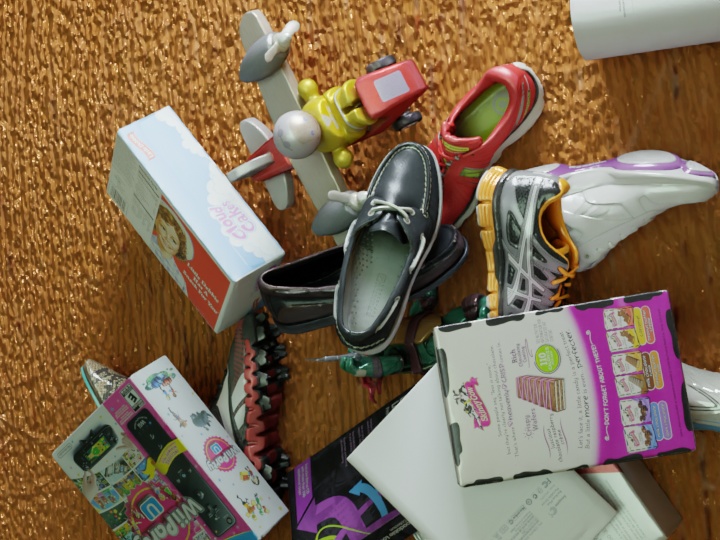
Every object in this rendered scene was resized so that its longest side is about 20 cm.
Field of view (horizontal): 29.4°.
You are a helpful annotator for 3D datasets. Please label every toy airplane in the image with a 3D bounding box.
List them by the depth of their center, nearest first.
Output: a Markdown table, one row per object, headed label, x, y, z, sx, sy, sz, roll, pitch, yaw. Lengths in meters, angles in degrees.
| label | x | y | z | sx | sy | sz | roll | pitch | yaw |
| --- | --- | --- | --- | --- | --- | --- | --- | --- | --- |
| toy airplane | -0.052 | -0.130 | 1.309 | 0.199 | 0.141 | 0.200 | 22 | 108 | 17 |

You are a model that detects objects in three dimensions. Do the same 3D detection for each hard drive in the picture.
| label | x | y | z | sx | sy | sz | roll | pitch | yaw |
| --- | --- | --- | --- | --- | --- | --- | --- | --- | --- |
| hard drive | 0.105 | 0.187 | 1.194 | 0.200 | 0.025 | 0.132 | 44 | 90 | 8 |

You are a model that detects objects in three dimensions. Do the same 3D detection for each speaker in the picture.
| label | x | y | z | sx | sy | sz | roll | pitch | yaw |
| --- | --- | --- | --- | --- | --- | --- | --- | --- | --- |
| speaker | 0.284 | -0.235 | 1.189 | 0.199 | 0.081 | 0.082 | -6 | 90 | 24 |

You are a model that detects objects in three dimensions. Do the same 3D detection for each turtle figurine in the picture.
| label | x | y | z | sx | sy | sz | roll | pitch | yaw |
| --- | --- | --- | --- | --- | --- | --- | --- | --- | --- |
| turtle figurine | 0.053 | 0.053 | 1.299 | 0.199 | 0.101 | 0.150 | -10 | 47 | 35 |

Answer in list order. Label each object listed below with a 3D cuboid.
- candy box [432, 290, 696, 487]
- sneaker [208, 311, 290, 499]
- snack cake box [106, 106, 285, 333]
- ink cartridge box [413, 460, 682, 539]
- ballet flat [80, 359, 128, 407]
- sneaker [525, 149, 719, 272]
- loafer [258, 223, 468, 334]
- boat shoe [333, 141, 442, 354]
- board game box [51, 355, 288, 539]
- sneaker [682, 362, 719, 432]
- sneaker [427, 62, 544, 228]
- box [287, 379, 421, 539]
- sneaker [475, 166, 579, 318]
| label | x | y | z | sx | sy | sz | roll | pitch | yaw |
| --- | --- | --- | --- | --- | --- | --- | --- | --- | --- |
| candy box | 0.169 | 0.100 | 1.156 | 0.199 | 0.061 | 0.137 | -8 | 83 | 1 |
| sneaker | -0.125 | 0.142 | 1.392 | 0.097 | 0.071 | 0.202 | 1 | 94 | 22 |
| snack cake box | -0.168 | -0.050 | 1.376 | 0.200 | 0.067 | 0.115 | 51 | 149 | 14 |
| ink cartridge box | 0.168 | 0.230 | 1.259 | 0.200 | 0.083 | 0.147 | -39 | 77 | 20 |
| ballet flat | -0.228 | 0.178 | 1.452 | 0.075 | 0.068 | 0.201 | -20 | 90 | 2 |
| sneaker | 0.227 | -0.053 | 1.238 | 0.199 | 0.075 | 0.100 | -6 | 103 | 28 |
| loafer | 0.000 | 0.000 | 1.267 | 0.199 | 0.063 | 0.072 | -21 | 41 | 13 |
| boat shoe | 0.026 | -0.026 | 1.213 | 0.075 | 0.060 | 0.201 | 9 | 78 | 11 |
| board game box | -0.190 | 0.210 | 1.361 | 0.200 | 0.064 | 0.147 | 49 | 121 | 3 |
| sneaker | 0.266 | 0.106 | 1.220 | 0.199 | 0.072 | 0.073 | 22 | 109 | 25 |
| sneaker | 0.088 | -0.113 | 1.279 | 0.077 | 0.085 | 0.200 | 39 | 106 | 19 |
| box | 0.015 | 0.201 | 1.307 | 0.200 | 0.036 | 0.143 | -36 | 34 | 20 |
| sneaker | 0.156 | 0.006 | 1.210 | 0.077 | 0.078 | 0.201 | -2 | 109 | 31 |
